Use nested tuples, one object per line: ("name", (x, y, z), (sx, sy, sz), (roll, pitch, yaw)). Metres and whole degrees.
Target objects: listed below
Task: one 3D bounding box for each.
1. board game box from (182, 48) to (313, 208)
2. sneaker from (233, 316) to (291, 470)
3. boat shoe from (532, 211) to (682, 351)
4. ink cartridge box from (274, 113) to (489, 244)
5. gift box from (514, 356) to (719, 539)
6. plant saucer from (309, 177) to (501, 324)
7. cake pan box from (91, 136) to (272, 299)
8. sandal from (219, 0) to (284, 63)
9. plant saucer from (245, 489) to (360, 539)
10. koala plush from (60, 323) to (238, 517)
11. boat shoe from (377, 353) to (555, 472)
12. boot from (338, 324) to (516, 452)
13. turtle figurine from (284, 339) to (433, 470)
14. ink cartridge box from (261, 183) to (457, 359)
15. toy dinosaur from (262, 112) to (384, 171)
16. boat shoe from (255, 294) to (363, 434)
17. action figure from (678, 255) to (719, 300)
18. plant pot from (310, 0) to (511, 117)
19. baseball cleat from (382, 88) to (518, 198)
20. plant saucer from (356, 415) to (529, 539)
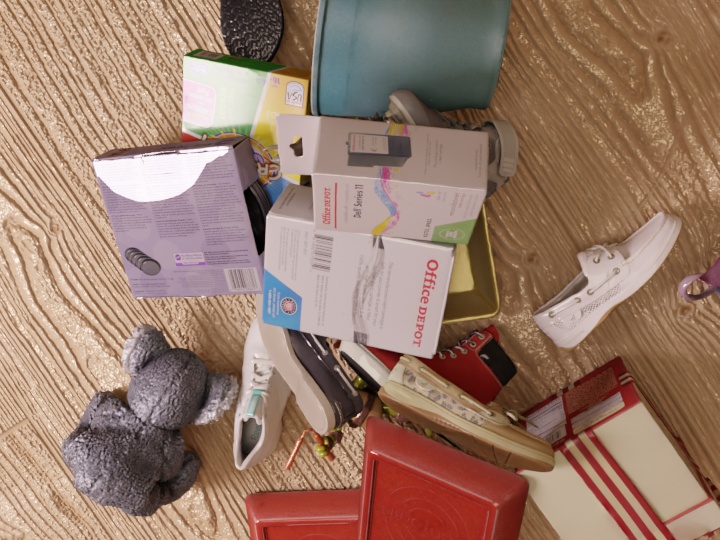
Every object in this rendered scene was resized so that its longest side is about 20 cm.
("board game box", (-0.132, -0.143, 0.949), (0.153, 0.040, 0.200), (13, 119, 11))
("sneaker", (-0.123, 0.153, 1.013), (0.075, 0.088, 0.200), (9, 98, 9))
("boat shoe", (0.277, 0.002, 0.925), (0.069, 0.071, 0.200), (40, 106, -2))
("ink cartridge box", (0.015, -0.086, 0.781), (0.200, 0.117, 0.067), (6, 67, 1))
("gift box", (0.282, 0.240, 0.911), (0.184, 0.200, 0.187), (-35, 95, 19))
("plant saucer", (0.055, -0.033, 0.968), (0.200, 0.048, 0.200), (-9, 100, 11))
("cake pan box", (-0.201, -0.059, 0.961), (0.200, 0.052, 0.184), (-3, 116, 20))
("sandal", (-0.131, -0.329, 0.947), (0.075, 0.048, 0.201), (-13, 86, 13))
("plant saucer", (-0.048, 0.391, 1.068), (0.199, 0.037, 0.200), (-5, 100, 10))
("koala plush", (-0.256, 0.182, 1.011), (0.177, 0.184, 0.200), (36, 93, 1))
("boat shoe", (0.117, 0.150, 0.860), (0.200, 0.073, 0.063), (23, 69, 19))
("boot", (0.084, 0.100, 0.961), (0.200, 0.072, 0.144), (36, 80, -10))
("turtle figurine", (0.005, 0.182, 1.004), (0.161, 0.064, 0.200), (31, 75, -4))
("ink cartridge box", (0.000, 0.000, 0.896), (0.200, 0.084, 0.145), (12, 122, 7))
("toy dinosaur", (0.006, -0.120, 0.890), (0.200, 0.102, 0.077), (18, 83, -32))
("boat shoe", (-0.064, 0.098, 0.964), (0.200, 0.063, 0.073), (58, 148, 25))
("action figure", (0.452, -0.056, 0.890), (0.149, 0.134, 0.200), (4, 89, 51))
("plant pot", (0.056, -0.252, 0.858), (0.188, 0.200, 0.200), (8, 102, 1))
("baseball cleat", (0.100, -0.140, 0.840), (0.106, 0.200, 0.070), (-37, 55, 6))
("plant saucer", (0.079, 0.287, 0.926), (0.199, 0.037, 0.200), (18, 121, 25))
